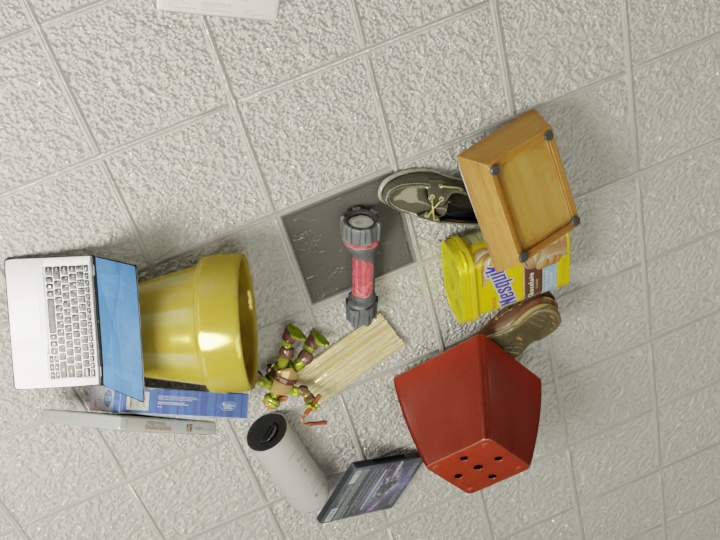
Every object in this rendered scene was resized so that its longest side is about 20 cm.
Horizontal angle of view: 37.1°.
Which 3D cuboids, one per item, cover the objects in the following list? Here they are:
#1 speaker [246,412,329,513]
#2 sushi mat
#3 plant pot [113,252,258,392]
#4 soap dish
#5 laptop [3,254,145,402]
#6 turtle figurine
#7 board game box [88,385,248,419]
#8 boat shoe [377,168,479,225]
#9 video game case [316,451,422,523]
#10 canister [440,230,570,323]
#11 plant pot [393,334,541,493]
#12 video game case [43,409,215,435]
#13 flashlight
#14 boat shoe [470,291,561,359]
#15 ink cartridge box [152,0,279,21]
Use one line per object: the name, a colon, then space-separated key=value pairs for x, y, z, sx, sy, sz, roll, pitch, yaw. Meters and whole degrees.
speaker: x=-0.124 y=0.338 z=1.879 sx=0.080 sy=0.082 sz=0.201 roll=-28 pitch=131 yaw=1
sushi mat: x=-0.024 y=0.155 z=1.825 sx=0.199 sy=0.012 sz=0.096 roll=-36 pitch=131 yaw=7
plant pot: x=-0.254 y=0.083 z=1.571 sx=0.185 sy=0.202 sz=0.203 roll=-5 pitch=129 yaw=1
soap dish: x=0.244 y=-0.118 z=1.626 sx=0.156 sy=0.081 sz=0.202 roll=-31 pitch=114 yaw=-20
laptop: x=-0.397 y=0.081 z=1.486 sx=0.196 sy=0.116 sz=0.191 roll=-2 pitch=99 yaw=-6
turtle figurine: x=-0.115 y=0.172 z=1.768 sx=0.198 sy=0.065 sz=0.163 roll=23 pitch=107 yaw=-24
board game box: x=-0.297 y=0.202 z=1.646 sx=0.197 sy=0.198 sz=0.044 roll=7 pitch=80 yaw=-26
boat shoe: x=0.124 y=-0.108 z=1.652 sx=0.198 sy=0.061 sz=0.073 roll=4 pitch=124 yaw=-24
video game case: x=0.022 y=0.399 z=1.982 sx=0.198 sy=0.019 sz=0.144 roll=0 pitch=128 yaw=-48
canister: x=0.240 y=-0.011 z=1.757 sx=0.197 sy=0.087 sz=0.150 roll=-19 pitch=131 yaw=-10
plant pot: x=0.194 y=0.263 z=1.851 sx=0.198 sy=0.178 sz=0.199 roll=-29 pitch=135 yaw=28
video game case: x=-0.349 y=0.229 z=1.622 sx=0.181 sy=0.198 sz=0.023 roll=13 pitch=78 yaw=-48
flashlight: x=0.000 y=0.000 z=1.680 sx=0.067 sy=0.068 sz=0.203 roll=-10 pitch=128 yaw=-16
boat shoe: x=0.260 y=0.101 z=1.860 sx=0.199 sy=0.068 sz=0.072 roll=-34 pitch=122 yaw=29
ink cartridge box: x=-0.166 y=-0.415 z=1.320 sx=0.160 sy=0.057 sz=0.203 roll=0 pitch=117 yaw=-22
